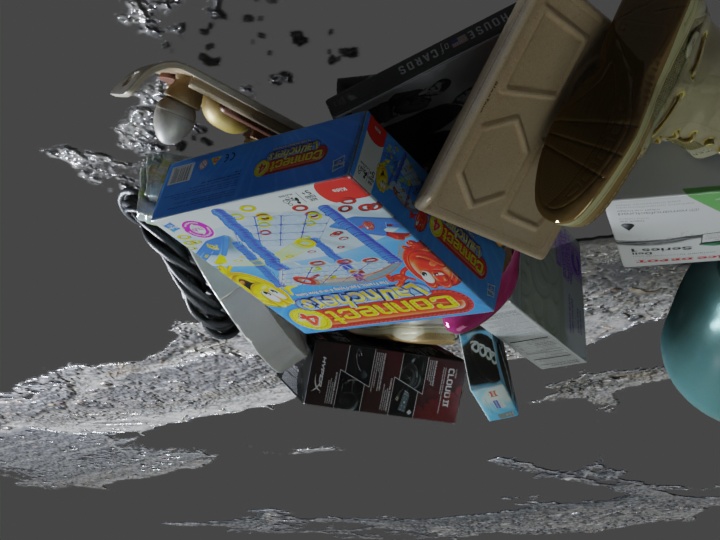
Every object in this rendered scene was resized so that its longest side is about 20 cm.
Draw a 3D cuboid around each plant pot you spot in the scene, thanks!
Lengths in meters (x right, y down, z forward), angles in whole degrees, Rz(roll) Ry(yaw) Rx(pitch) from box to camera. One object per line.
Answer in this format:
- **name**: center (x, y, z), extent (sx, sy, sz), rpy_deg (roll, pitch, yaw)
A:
- **plant pot**: center (0.425, 0.041, 1.115), extent (0.200, 0.201, 0.161), rpy_deg (-1, 144, 8)

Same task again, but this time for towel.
- **towel**: center (-0.110, -0.059, 0.997), extent (0.199, 0.048, 0.171), rpy_deg (11, -166, -12)

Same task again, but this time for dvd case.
- **dvd case**: center (0.085, -0.134, 0.845), extent (0.200, 0.025, 0.150), rpy_deg (-27, 151, 4)

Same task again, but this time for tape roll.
- **tape roll**: center (-0.123, 0.015, 1.114), extent (0.037, 0.203, 0.203), rpy_deg (-33, 152, 1)

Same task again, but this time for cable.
- **cable**: center (-0.190, -0.008, 1.118), extent (0.051, 0.163, 0.200), rpy_deg (-30, 151, 1)

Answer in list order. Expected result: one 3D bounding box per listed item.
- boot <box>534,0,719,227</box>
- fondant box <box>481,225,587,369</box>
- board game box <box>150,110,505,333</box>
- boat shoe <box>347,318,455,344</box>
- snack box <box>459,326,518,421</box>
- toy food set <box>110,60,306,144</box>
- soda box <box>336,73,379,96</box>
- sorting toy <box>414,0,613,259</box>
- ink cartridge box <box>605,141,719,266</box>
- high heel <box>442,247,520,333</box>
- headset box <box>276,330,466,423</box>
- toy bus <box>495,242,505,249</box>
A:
- **boot**: center (0.223, -0.106, 0.806), extent (0.073, 0.200, 0.155), rpy_deg (25, -179, 44)
- **fondant box**: center (0.170, 0.004, 1.105), extent (0.058, 0.145, 0.200), rpy_deg (-12, 153, 29)
- **board game box**: center (-0.023, -0.026, 0.829), extent (0.200, 0.056, 0.196), rpy_deg (-9, 145, 37)
- **boat shoe**: center (0.045, 0.043, 1.178), extent (0.074, 0.069, 0.200), rpy_deg (6, 178, -29)
- **snack box**: center (0.127, 0.050, 1.146), extent (0.037, 0.201, 0.116), rpy_deg (-14, 154, 11)
- **toy food set**: center (-0.103, -0.107, 0.871), extent (0.200, 0.061, 0.143), rpy_deg (27, 180, -19)
- **soda box**: center (0.036, -0.101, 0.979), extent (0.071, 0.064, 0.200), rpy_deg (-4, 155, 15)
- **sorting toy**: center (0.130, -0.110, 0.797), extent (0.036, 0.185, 0.200), rpy_deg (33, -169, 36)
- **ink cartridge box**: center (0.299, -0.072, 0.963), extent (0.146, 0.085, 0.200), rpy_deg (-4, 162, 18)
- **high heel**: center (0.121, -0.040, 0.965), extent (0.067, 0.200, 0.096), rpy_deg (32, 176, 28)
- **headset box**: center (0.019, 0.114, 1.226), extent (0.199, 0.077, 0.149), rpy_deg (11, -176, -18)
- **toy bus**: center (0.062, -0.030, 0.939), extent (0.065, 0.078, 0.200), rpy_deg (-27, -178, -38)
